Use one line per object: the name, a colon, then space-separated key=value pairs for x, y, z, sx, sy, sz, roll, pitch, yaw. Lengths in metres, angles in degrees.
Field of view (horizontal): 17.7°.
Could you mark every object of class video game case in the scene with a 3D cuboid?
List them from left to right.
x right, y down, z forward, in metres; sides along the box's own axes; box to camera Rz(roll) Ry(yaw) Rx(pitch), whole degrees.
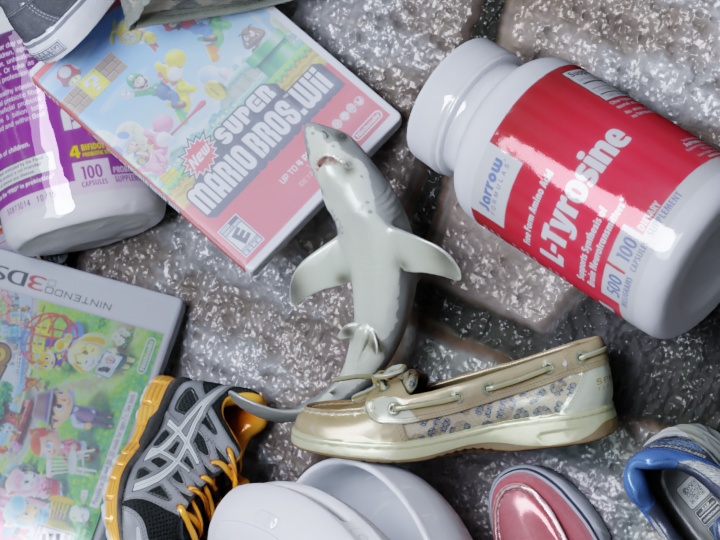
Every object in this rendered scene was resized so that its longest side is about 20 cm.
video game case: x=-0.233 y=0.087 z=1.541 sx=0.182 sy=0.022 sz=0.200 roll=15 pitch=70 yaw=7
video game case: x=-0.093 y=-0.111 z=1.488 sx=0.200 sy=0.017 sz=0.143 roll=41 pitch=78 yaw=12

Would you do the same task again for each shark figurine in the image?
shark figurine: x=0.007 y=0.021 z=1.452 sx=0.128 sy=0.089 sz=0.215 roll=23 pitch=115 yaw=19

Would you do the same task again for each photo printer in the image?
photo printer: x=-0.034 y=0.231 z=1.394 sx=0.166 sy=0.069 sz=0.200 roll=18 pitch=108 yaw=56

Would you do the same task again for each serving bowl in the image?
serving bowl: x=0.022 y=0.211 z=1.429 sx=0.200 sy=0.066 sz=0.200 roll=10 pitch=102 yaw=56

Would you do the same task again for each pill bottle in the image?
pill bottle: x=-0.205 y=-0.119 z=1.559 sx=0.112 sy=0.112 sz=0.200 roll=-19 pitch=81 yaw=28
pill bottle: x=0.129 y=-0.055 z=1.365 sx=0.200 sy=0.112 sz=0.112 roll=34 pitch=106 yaw=26

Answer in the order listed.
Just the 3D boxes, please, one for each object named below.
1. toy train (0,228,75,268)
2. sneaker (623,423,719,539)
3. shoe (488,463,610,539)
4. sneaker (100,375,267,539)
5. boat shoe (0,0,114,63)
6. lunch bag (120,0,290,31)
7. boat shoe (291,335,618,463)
toy train: x=-0.230 y=-0.015 z=1.610 sx=0.046 sy=0.034 sz=0.200 roll=-30 pitch=73 yaw=-4
sneaker: x=0.223 y=0.170 z=1.323 sx=0.200 sy=0.085 sz=0.077 roll=41 pitch=109 yaw=23
shoe: x=0.116 y=0.211 z=1.380 sx=0.071 sy=0.091 sz=0.200 roll=-27 pitch=76 yaw=27
sneaker: x=-0.111 y=0.135 z=1.463 sx=0.077 sy=0.200 sz=0.078 roll=-3 pitch=130 yaw=12
boat shoe: x=-0.180 y=-0.216 z=1.505 sx=0.070 sy=0.200 sz=0.066 roll=-21 pitch=120 yaw=42
lunch bag: x=-0.066 y=-0.257 z=1.464 sx=0.118 sy=0.200 sz=0.164 roll=130 pitch=126 yaw=-68
boat shoe: x=0.055 y=0.078 z=1.408 sx=0.200 sy=0.073 sz=0.063 roll=-6 pitch=97 yaw=6
